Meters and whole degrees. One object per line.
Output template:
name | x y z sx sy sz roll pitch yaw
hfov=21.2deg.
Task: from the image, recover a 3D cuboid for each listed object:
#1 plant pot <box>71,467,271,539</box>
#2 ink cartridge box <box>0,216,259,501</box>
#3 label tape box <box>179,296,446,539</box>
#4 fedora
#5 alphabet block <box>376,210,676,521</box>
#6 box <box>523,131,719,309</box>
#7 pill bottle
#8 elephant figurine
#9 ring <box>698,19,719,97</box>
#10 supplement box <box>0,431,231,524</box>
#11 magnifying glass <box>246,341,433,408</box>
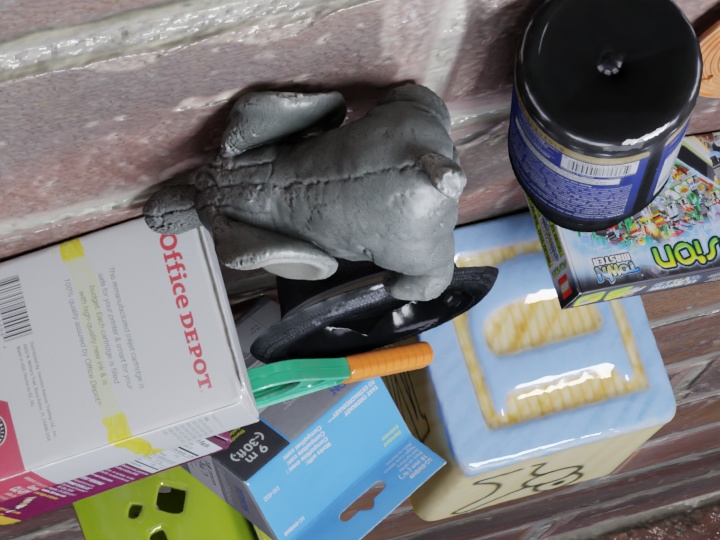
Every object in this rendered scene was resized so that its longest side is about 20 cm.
plant pot | -0.171 0.228 1.807 0.180 0.201 0.199 -22 164 -9
ink cartridge box | -0.182 0.059 1.313 0.198 0.147 0.083 -17 165 1
label tape box | -0.054 0.122 1.488 0.144 0.199 0.064 -39 140 -25
fedora | 0.000 0.000 1.396 0.199 0.092 0.201 -19 167 -4
alphabet block | 0.124 0.077 1.593 0.193 0.198 0.200 -11 163 -13
box | 0.228 -0.042 1.459 0.198 0.111 0.035 -10 163 -23
pill bottle | 0.148 -0.094 1.205 0.111 0.113 0.200 -16 164 -3
elephant figurine | -0.042 -0.044 1.178 0.198 0.142 0.156 0 133 -2
ring | 0.307 -0.168 1.288 0.198 0.019 0.201 -15 164 -4
supplement box | -0.215 0.096 1.429 0.198 0.132 0.103 -21 162 10
magnifying glass | -0.030 0.078 1.413 0.199 0.023 0.079 -12 166 -36
